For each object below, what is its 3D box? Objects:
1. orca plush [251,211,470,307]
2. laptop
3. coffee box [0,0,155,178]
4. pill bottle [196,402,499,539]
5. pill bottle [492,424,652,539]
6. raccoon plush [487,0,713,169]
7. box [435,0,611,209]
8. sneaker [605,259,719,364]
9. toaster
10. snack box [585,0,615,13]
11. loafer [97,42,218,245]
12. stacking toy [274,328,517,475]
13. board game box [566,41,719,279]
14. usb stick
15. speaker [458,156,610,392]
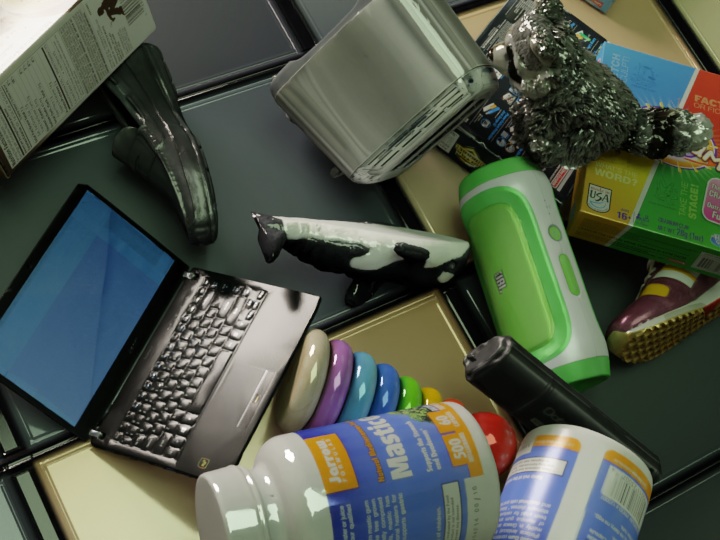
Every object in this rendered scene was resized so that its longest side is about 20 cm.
[{"bbox_3d":[0.000,0.000,1.079,0.199,0.105,0.072,2,103,-41],"label":"orca plush"},{"bbox_3d":[-0.161,0.044,0.988,0.199,0.104,0.178,12,58,25],"label":"laptop"},{"bbox_3d":[-0.279,-0.180,1.058,0.112,0.080,0.200,19,55,29],"label":"coffee box"},{"bbox_3d":[-0.011,0.166,0.916,0.198,0.112,0.113,-9,67,-23],"label":"pill bottle"},{"bbox_3d":[0.146,0.230,0.988,0.111,0.112,0.201,28,61,-1],"label":"pill bottle"},{"bbox_3d":[0.206,-0.168,1.082,0.198,0.135,0.097,-7,51,-7],"label":"raccoon plush"},{"bbox_3d":[0.166,-0.163,1.224,0.158,0.046,0.200,36,60,3],"label":"box"},{"bbox_3d":[0.279,0.011,1.164,0.199,0.075,0.090,-23,64,-31],"label":"sneaker"},{"bbox_3d":[0.030,-0.168,1.113,0.129,0.200,0.114,51,20,4],"label":"toaster"},{"bbox_3d":[0.201,-0.367,1.339,0.199,0.037,0.117,33,61,1],"label":"snack box"},{"bbox_3d":[-0.174,-0.103,1.085,0.070,0.068,0.202,-19,66,-15],"label":"loafer"},{"bbox_3d":[0.035,0.115,1.035,0.198,0.085,0.086,19,61,-13],"label":"stacking toy"},{"bbox_3d":[0.274,-0.102,1.162,0.152,0.040,0.201,15,58,-3],"label":"board game box"},{"bbox_3d":[0.166,0.121,1.045,0.200,0.055,0.033,38,34,-22],"label":"usb stick"},{"bbox_3d":[0.148,0.008,1.105,0.088,0.088,0.202,-11,73,-21],"label":"speaker"}]
